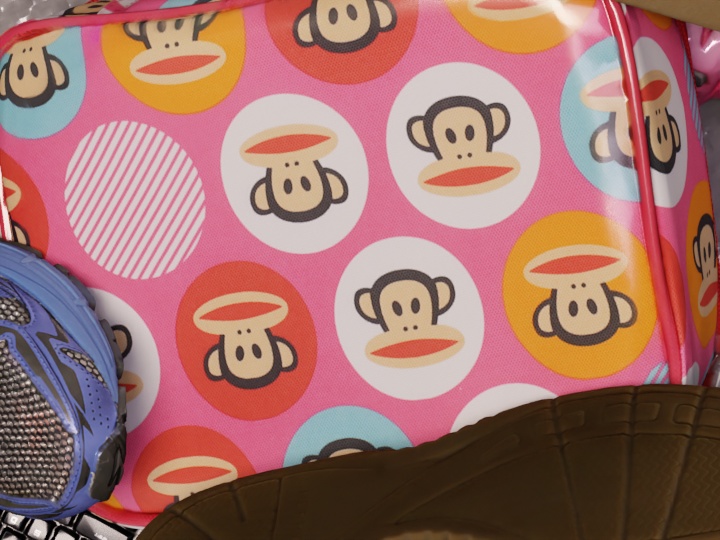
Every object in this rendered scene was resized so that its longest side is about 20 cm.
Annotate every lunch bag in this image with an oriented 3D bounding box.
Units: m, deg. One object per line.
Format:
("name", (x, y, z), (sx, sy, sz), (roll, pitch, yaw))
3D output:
("lunch bag", (0.000, 0.000, 0.741), (0.199, 0.082, 0.177), (-6, 99, 20))

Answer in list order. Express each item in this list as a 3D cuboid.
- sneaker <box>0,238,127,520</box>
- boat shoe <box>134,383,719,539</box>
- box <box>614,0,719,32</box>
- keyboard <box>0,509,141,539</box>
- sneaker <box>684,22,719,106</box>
("sneaker", (-0.151, 0.019, 0.730), (0.199, 0.078, 0.076), (22, 116, 21))
("boat shoe", (0.038, 0.081, 0.685), (0.199, 0.074, 0.067), (-9, 122, 21))
("box", (0.048, -0.143, 0.688), (0.021, 0.199, 0.164), (-32, 62, 37))
("keyboard", (-0.156, 0.064, 0.791), (0.199, 0.040, 0.105), (28, 90, 1))
("sneaker", (0.154, -0.079, 0.776), (0.199, 0.079, 0.096), (19, 79, -1))
